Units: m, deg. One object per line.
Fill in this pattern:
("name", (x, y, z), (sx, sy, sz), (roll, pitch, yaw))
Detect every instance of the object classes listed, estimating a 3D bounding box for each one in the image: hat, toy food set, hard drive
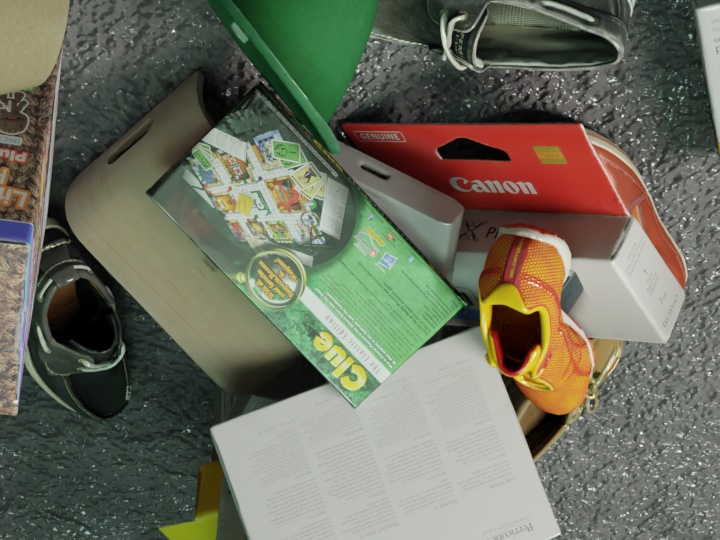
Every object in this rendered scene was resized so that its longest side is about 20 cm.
("hat", (-0.001, -0.191, 1.238), (0.176, 0.166, 0.200), (-39, 169, -1))
("toy food set", (-0.090, -0.021, 1.411), (0.143, 0.061, 0.200), (-36, 104, 31))
("hard drive", (0.000, 0.000, 1.433), (0.131, 0.026, 0.201), (27, 143, 16))

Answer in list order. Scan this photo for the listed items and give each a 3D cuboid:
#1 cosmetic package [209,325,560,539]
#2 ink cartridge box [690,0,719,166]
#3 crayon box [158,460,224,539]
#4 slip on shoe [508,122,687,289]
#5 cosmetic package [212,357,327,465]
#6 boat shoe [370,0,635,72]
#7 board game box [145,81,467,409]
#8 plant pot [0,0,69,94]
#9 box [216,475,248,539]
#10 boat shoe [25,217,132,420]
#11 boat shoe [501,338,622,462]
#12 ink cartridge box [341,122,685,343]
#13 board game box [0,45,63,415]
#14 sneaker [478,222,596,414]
("cosmetic package", (0.016, 0.144, 1.397), (0.198, 0.152, 0.052), (-20, 170, -5))
("ink cartridge box", (0.290, -0.128, 1.303), (0.144, 0.083, 0.201), (-10, 135, 11))
("crayon box", (-0.035, 0.181, 1.538), (0.198, 0.051, 0.127), (-16, 137, 21))
("slip on shoe", (0.168, -0.029, 1.425), (0.074, 0.062, 0.200), (-22, 131, 24))
("cosmetic package", (-0.004, 0.114, 1.562), (0.198, 0.091, 0.107), (14, 136, -17))
("boat shoe", (0.071, -0.161, 1.278), (0.198, 0.071, 0.072), (0, 138, 6))
("board game box", (-0.034, -0.015, 1.346), (0.105, 0.023, 0.200), (-42, 102, 5))
("plant pot", (-0.280, -0.167, 1.220), (0.198, 0.188, 0.188), (7, 138, -27))
("box", (-0.075, 0.238, 1.507), (0.068, 0.083, 0.201), (4, 141, -3))
("boat shoe", (-0.203, 0.050, 1.491), (0.072, 0.067, 0.201), (-39, 144, -20))
("boat shoe", (0.127, 0.104, 1.488), (0.200, 0.062, 0.074), (-41, 132, -22))
("ink cartridge box", (0.094, -0.025, 1.382), (0.199, 0.045, 0.176), (4, 145, 39))
("board game box", (-0.251, -0.039, 1.320), (0.096, 0.201, 0.160), (7, 136, -7))
("sneaker", (0.107, 0.047, 1.363), (0.072, 0.078, 0.200), (12, 153, 24))
